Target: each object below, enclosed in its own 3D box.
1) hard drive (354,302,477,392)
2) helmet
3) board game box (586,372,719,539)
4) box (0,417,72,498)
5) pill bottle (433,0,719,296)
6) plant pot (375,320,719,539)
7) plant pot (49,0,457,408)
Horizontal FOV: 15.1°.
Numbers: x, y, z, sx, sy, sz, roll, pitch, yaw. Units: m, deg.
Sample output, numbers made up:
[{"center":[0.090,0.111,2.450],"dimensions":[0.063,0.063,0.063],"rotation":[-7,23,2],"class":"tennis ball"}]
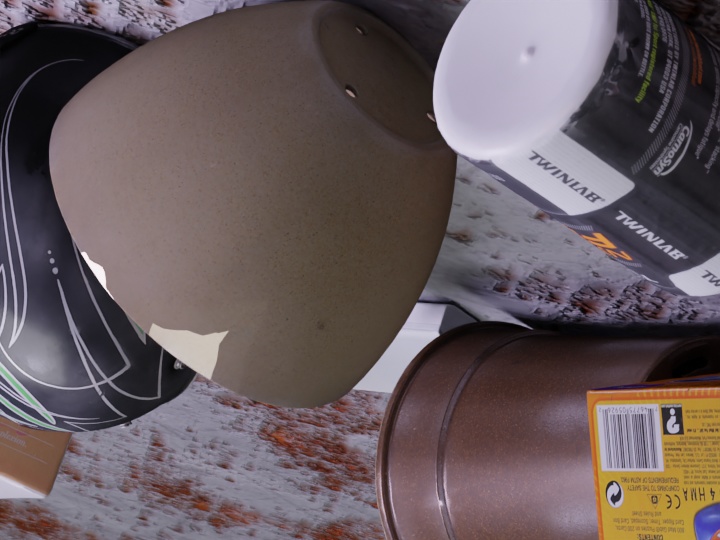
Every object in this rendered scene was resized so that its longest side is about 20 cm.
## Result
[{"center":[0.016,0.053,1.845],"dimensions":[0.200,0.027,0.132],"rotation":[3,158,41],"class":"hard drive"},{"center":[-0.165,-0.014,1.479],"dimensions":[0.200,0.191,0.200],"rotation":[16,152,9],"class":"helmet"},{"center":[0.269,0.152,1.477],"dimensions":[0.200,0.200,0.200],"rotation":[-4,179,-37],"class":"board game box"},{"center":[-0.246,0.025,1.717],"dimensions":[0.152,0.200,0.106],"rotation":[26,163,-26],"class":"box"},{"center":[0.134,-0.055,1.226],"dimensions":[0.106,0.106,0.200],"rotation":[-1,156,47],"class":"pill bottle"},{"center":[0.147,0.120,1.640],"dimensions":[0.200,0.201,0.198],"rotation":[28,157,-32],"class":"plant pot"},{"center":[-0.031,-0.053,1.317],"dimensions":[0.200,0.200,0.134],"rotation":[27,125,-30],"class":"plant pot"}]
